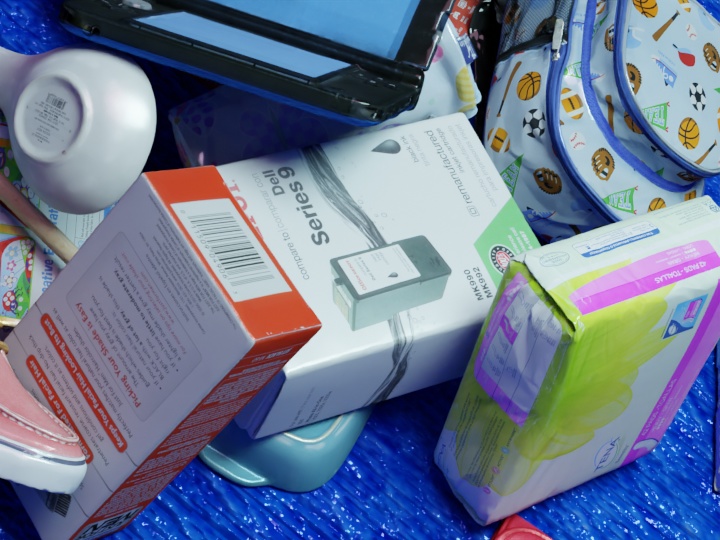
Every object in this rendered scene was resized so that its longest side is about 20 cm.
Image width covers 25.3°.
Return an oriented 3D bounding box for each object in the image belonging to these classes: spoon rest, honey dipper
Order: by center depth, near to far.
[{"bbox_3d":[-0.178,-0.014,0.940,0.200,0.038,0.038,41,53,12],"label":"honey dipper"},{"bbox_3d":[-0.198,-0.105,0.944,0.200,0.100,0.061,31,9,24],"label":"spoon rest"}]

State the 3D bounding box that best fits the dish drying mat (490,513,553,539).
[{"bbox_3d":[0.157,0.230,0.976,0.200,0.018,0.077,36,53,3],"label":"dish drying mat"}]

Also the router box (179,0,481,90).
[{"bbox_3d":[-0.018,-0.180,1.154,0.179,0.049,0.200,30,53,-2],"label":"router box"}]

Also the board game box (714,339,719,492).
[{"bbox_3d":[0.324,0.049,1.048,0.097,0.200,0.160,18,54,-12],"label":"board game box"}]

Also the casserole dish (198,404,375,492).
[{"bbox_3d":[-0.037,0.046,1.006,0.121,0.039,0.200,31,53,0],"label":"casserole dish"}]

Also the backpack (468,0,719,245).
[{"bbox_3d":[0.175,-0.105,1.113,0.200,0.154,0.191,30,65,-26],"label":"backpack"}]

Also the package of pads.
[{"bbox_3d":[0.136,0.058,0.964,0.154,0.200,0.068,-18,54,-30],"label":"package of pads"}]

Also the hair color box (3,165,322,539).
[{"bbox_3d":[-0.123,0.050,0.862,0.064,0.200,0.111,-10,60,-55],"label":"hair color box"}]

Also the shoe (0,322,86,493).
[{"bbox_3d":[-0.217,0.035,0.846,0.200,0.071,0.091,28,92,16],"label":"shoe"}]

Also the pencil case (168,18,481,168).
[{"bbox_3d":[-0.023,-0.103,1.035,0.200,0.083,0.091,-26,110,-4],"label":"pencil case"}]

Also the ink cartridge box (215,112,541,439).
[{"bbox_3d":[0.000,0.000,0.974,0.200,0.084,0.146,-15,65,-29],"label":"ink cartridge box"}]

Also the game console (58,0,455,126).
[{"bbox_3d":[-0.050,-0.175,0.953,0.199,0.119,0.171,18,15,10],"label":"game console"}]

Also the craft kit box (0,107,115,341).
[{"bbox_3d":[-0.243,-0.045,0.979,0.197,0.049,0.200,11,55,-18],"label":"craft kit box"}]
